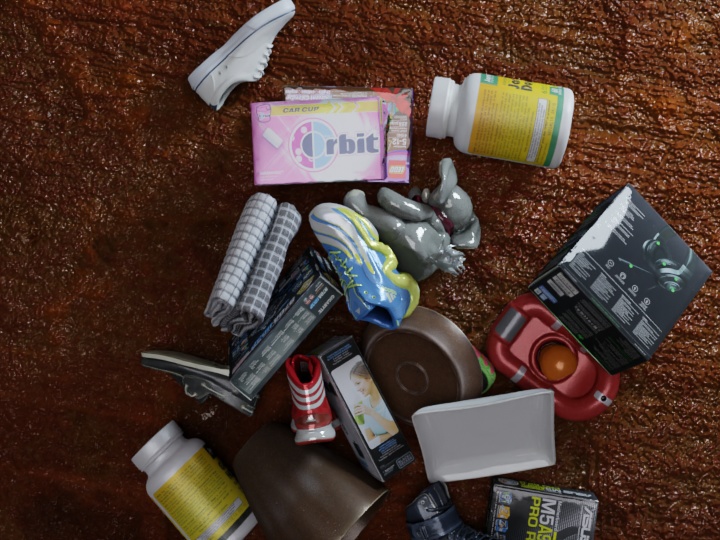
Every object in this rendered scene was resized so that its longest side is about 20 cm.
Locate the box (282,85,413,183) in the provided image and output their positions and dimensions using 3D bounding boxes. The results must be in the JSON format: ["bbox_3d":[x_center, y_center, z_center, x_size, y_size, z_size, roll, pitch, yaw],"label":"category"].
[{"bbox_3d":[-0.020,-0.203,1.247,0.195,0.039,0.140,2,94,5],"label":"box"}]

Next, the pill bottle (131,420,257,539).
[{"bbox_3d":[-0.250,0.331,1.261,0.112,0.112,0.201,-42,89,6],"label":"pill bottle"}]

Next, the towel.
[{"bbox_3d":[-0.153,-0.001,1.179,0.084,0.200,0.169,22,73,-10],"label":"towel"}]

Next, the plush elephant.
[{"bbox_3d":[0.093,-0.073,1.197,0.197,0.155,0.167,13,140,36],"label":"plush elephant"}]

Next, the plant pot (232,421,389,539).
[{"bbox_3d":[-0.089,0.324,1.226,0.199,0.187,0.188,41,96,16],"label":"plant pot"}]

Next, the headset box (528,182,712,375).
[{"bbox_3d":[0.364,0.007,1.158,0.174,0.093,0.200,45,65,1],"label":"headset box"}]

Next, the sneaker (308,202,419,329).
[{"bbox_3d":[0.000,0.000,1.126,0.199,0.106,0.076,41,128,-12],"label":"sneaker"}]

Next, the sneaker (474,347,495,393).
[{"bbox_3d":[0.107,0.121,1.235,0.199,0.077,0.084,38,96,5],"label":"sneaker"}]

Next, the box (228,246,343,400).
[{"bbox_3d":[-0.114,0.071,1.210,0.046,0.159,0.201,39,96,-17],"label":"box"}]

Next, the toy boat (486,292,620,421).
[{"bbox_3d":[0.279,0.129,1.190,0.199,0.131,0.132,37,96,3],"label":"toy boat"}]

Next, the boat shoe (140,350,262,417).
[{"bbox_3d":[-0.247,0.168,1.273,0.196,0.072,0.069,17,90,2],"label":"boat shoe"}]

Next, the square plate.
[{"bbox_3d":[0.182,0.237,1.204,0.195,0.200,0.029,-10,47,6],"label":"square plate"}]

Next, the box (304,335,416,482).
[{"bbox_3d":[-0.003,0.198,1.220,0.059,0.116,0.203,-28,94,-15],"label":"box"}]

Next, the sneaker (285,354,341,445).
[{"bbox_3d":[-0.068,0.174,1.195,0.076,0.200,0.119,-5,90,-9],"label":"sneaker"}]

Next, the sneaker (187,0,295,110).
[{"bbox_3d":[-0.165,-0.321,1.247,0.199,0.073,0.071,-38,98,15],"label":"sneaker"}]

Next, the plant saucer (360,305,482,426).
[{"bbox_3d":[0.080,0.150,1.212,0.196,0.034,0.205,13,117,26],"label":"plant saucer"}]

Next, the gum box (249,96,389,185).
[{"bbox_3d":[-0.054,-0.184,1.198,0.195,0.066,0.116,-2,95,6],"label":"gum box"}]

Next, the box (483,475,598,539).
[{"bbox_3d":[0.262,0.424,1.250,0.156,0.044,0.205,9,94,6],"label":"box"}]

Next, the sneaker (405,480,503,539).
[{"bbox_3d":[0.152,0.378,1.213,0.200,0.076,0.149,-21,80,33],"label":"sneaker"}]

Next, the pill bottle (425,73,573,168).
[{"bbox_3d":[0.196,-0.218,1.189,0.195,0.113,0.116,11,94,5],"label":"pill bottle"}]
